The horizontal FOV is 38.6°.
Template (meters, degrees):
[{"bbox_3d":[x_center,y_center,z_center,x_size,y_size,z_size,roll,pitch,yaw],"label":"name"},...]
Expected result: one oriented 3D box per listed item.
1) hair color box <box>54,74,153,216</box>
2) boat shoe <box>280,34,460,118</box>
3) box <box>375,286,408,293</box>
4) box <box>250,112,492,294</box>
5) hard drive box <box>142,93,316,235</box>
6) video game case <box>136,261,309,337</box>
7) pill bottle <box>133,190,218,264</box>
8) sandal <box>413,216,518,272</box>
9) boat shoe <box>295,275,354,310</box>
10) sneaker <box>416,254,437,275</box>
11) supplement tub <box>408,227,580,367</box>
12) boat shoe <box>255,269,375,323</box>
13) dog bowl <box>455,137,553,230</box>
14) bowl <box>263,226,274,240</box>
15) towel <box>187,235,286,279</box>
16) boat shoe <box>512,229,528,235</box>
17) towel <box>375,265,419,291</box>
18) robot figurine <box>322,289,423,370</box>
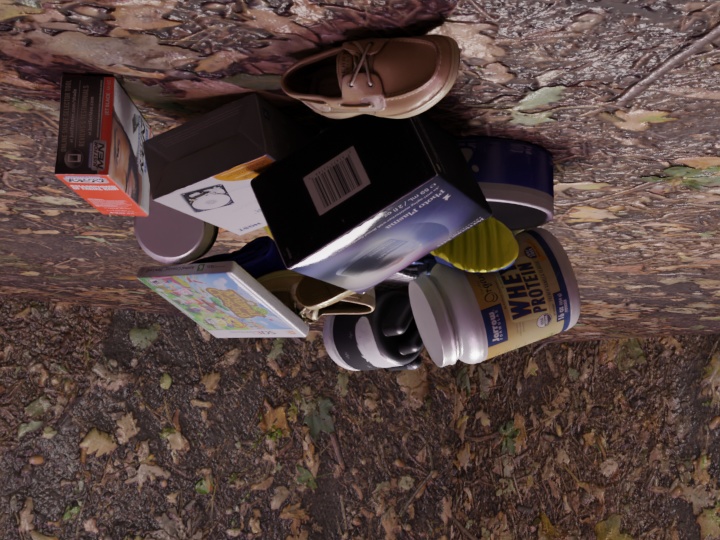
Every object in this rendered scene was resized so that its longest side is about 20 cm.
[{"bbox_3d":[-0.289,-0.137,1.178,0.063,0.112,0.200,1,172,2],"label":"hair color box"},{"bbox_3d":[0.005,-0.179,0.955,0.064,0.072,0.199,10,170,-43],"label":"boat shoe"},{"bbox_3d":[0.092,0.011,1.818,0.199,0.166,0.165,-6,167,43],"label":"box"},{"bbox_3d":[0.019,-0.081,1.173,0.199,0.124,0.198,-31,160,17],"label":"box"},{"bbox_3d":[-0.136,-0.120,1.226,0.155,0.078,0.200,-19,164,20],"label":"hard drive box"},{"bbox_3d":[-0.200,0.047,1.509,0.181,0.022,0.200,-3,149,33],"label":"video game case"},{"bbox_3d":[-0.268,-0.067,1.497,0.114,0.117,0.200,3,-179,-4],"label":"pill bottle"},{"bbox_3d":[0.105,-0.038,1.318,0.198,0.080,0.087,9,176,13],"label":"sandal"},{"bbox_3d":[0.000,0.000,1.475,0.199,0.074,0.067,-33,146,-6],"label":"boat shoe"},{"bbox_3d":[0.123,-0.036,1.472,0.081,0.075,0.200,0,-172,15],"label":"sneaker"},{"bbox_3d":[0.177,0.039,1.374,0.198,0.146,0.144,-19,174,-10],"label":"supplement tub"},{"bbox_3d":[-0.076,0.042,1.533,0.198,0.066,0.072,-4,149,-2],"label":"boat shoe"},{"bbox_3d":[0.152,-0.108,1.338,0.198,0.080,0.200,2,171,0],"label":"dog bowl"},{"bbox_3d":[-0.039,-0.065,1.402,0.198,0.109,0.200,-14,172,-2],"label":"bowl"},{"bbox_3d":[-0.170,0.031,1.588,0.146,0.050,0.200,-19,149,7],"label":"towel"},{"bbox_3d":[0.217,-0.050,1.500,0.073,0.066,0.199,8,-159,33],"label":"boat shoe"},{"bbox_3d":[0.012,-0.021,1.608,0.198,0.087,0.165,10,170,-26],"label":"towel"},{"bbox_3d":[0.027,0.097,1.678,0.124,0.152,0.199,-8,176,-41],"label":"robot figurine"}]
